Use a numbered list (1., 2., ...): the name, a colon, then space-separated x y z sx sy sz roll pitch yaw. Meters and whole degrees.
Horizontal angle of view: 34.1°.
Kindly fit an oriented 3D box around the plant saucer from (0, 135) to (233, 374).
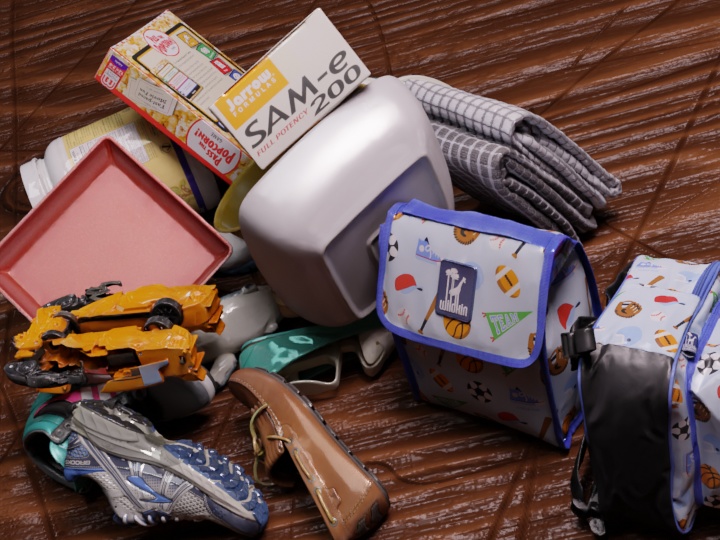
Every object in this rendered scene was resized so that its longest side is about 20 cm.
1. plant saucer: -0.265 -0.008 1.240 0.199 0.037 0.200 40 79 13

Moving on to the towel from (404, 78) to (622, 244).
1. towel: 0.138 -0.102 1.161 0.165 0.199 0.087 24 87 46

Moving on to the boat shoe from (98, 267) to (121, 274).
1. boat shoe: -0.261 0.005 1.294 0.200 0.061 0.072 -32 41 -15

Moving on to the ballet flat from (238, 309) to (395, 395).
1. ballet flat: -0.018 0.077 1.121 0.197 0.068 0.071 -20 63 -1

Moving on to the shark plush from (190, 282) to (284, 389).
1. shark plush: -0.122 0.035 1.202 0.199 0.091 0.083 -40 12 -16

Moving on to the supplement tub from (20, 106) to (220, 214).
1. supplement tub: -0.277 -0.104 1.359 0.198 0.147 0.146 -25 39 -6

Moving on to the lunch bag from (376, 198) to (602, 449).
1. lunch bag: 0.110 0.037 0.995 0.168 0.202 0.124 15 49 33

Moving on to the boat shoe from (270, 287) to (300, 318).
1. boat shoe: 0.000 0.000 1.185 0.197 0.075 0.076 -11 23 -17

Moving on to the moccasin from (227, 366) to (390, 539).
1. moccasin: -0.059 0.160 1.023 0.077 0.074 0.201 -38 59 -12

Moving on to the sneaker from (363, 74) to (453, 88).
1. sneaker: 0.029 -0.183 1.337 0.196 0.071 0.094 5 24 -17

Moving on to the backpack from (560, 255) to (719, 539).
1. backpack: 0.244 0.082 0.908 0.152 0.202 0.191 6 38 20

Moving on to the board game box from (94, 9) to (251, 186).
1. board game box: -0.176 -0.194 1.310 0.046 0.199 0.152 -49 4 32

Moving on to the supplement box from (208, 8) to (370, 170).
1. supplement box: -0.063 -0.165 1.062 0.126 0.074 0.200 -41 9 5

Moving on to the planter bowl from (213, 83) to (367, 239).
1. planter bowl: -0.042 -0.081 1.130 0.199 0.084 0.201 -36 22 18

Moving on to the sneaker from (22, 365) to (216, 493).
1. sneaker: -0.238 0.147 1.100 0.197 0.084 0.122 -11 34 22

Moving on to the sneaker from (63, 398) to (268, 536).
1. sneaker: -0.173 0.190 1.030 0.198 0.077 0.086 26 96 12

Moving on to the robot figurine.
1. robot figurine: -0.232 0.067 1.094 0.197 0.059 0.146 -7 33 16

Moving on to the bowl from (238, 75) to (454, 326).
1. bowl: 0.004 -0.047 1.035 0.199 0.201 0.074 -43 56 -11

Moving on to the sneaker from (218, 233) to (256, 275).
1. sneaker: -0.104 -0.075 1.259 0.199 0.086 0.076 -39 55 17
